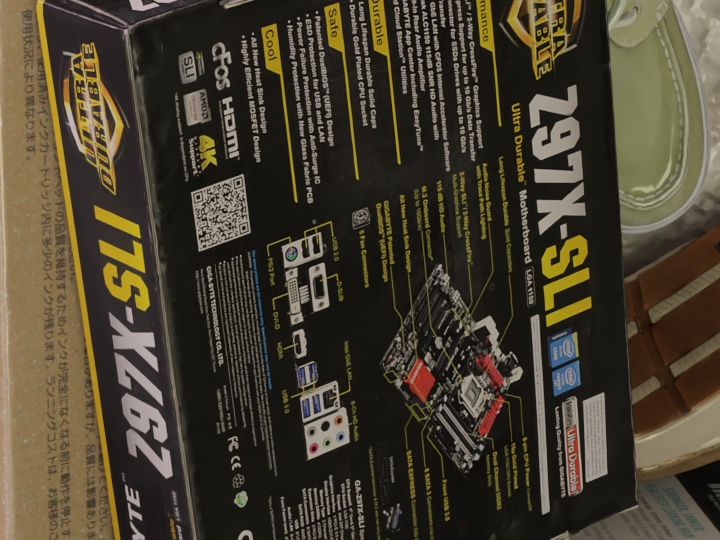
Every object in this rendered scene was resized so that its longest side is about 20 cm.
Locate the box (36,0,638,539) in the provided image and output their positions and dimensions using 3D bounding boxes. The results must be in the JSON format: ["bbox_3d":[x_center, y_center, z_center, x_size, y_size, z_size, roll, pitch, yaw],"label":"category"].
[{"bbox_3d":[0.000,0.000,0.808,0.159,0.049,0.201,-23,118,-33],"label":"box"}]

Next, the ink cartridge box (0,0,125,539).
[{"bbox_3d":[-0.053,-0.006,0.844,0.164,0.075,0.202,-12,112,-35],"label":"ink cartridge box"}]

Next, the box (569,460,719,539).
[{"bbox_3d":[0.037,0.102,0.929,0.198,0.082,0.050,-2,111,-13],"label":"box"}]

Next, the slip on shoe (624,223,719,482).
[{"bbox_3d":[0.149,0.010,0.940,0.199,0.076,0.061,-31,153,-10],"label":"slip on shoe"}]

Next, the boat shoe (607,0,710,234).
[{"bbox_3d":[0.054,-0.091,0.875,0.072,0.062,0.201,-30,114,-2],"label":"boat shoe"}]
